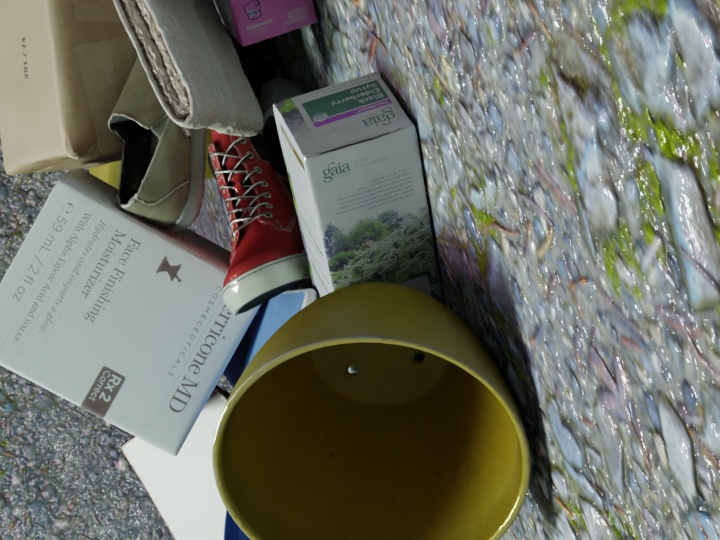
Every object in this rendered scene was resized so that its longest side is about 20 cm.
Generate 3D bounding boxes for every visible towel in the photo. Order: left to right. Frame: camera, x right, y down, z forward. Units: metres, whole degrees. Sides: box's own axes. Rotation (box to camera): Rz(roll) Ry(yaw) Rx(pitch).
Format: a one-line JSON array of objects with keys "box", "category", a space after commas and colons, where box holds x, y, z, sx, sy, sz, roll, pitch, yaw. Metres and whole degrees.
[{"box": [-0.143, -0.197, 1.178, 0.200, 0.034, 0.133, 65, -160, 9], "category": "towel"}]

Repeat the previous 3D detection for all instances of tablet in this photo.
[{"box": [-0.072, 0.078, 1.202, 0.200, 0.014, 0.130, 173, 113, -78], "category": "tablet"}]

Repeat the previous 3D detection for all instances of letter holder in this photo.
[{"box": [-0.110, 0.210, 1.467, 0.200, 0.142, 0.101, 58, -153, 7], "category": "letter holder"}]

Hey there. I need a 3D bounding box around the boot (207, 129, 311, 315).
[{"box": [-0.092, -0.048, 1.199, 0.200, 0.072, 0.144, -57, -58, -79], "category": "boot"}]

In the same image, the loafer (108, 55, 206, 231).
[{"box": [-0.167, -0.134, 1.254, 0.075, 0.070, 0.200, -5, 83, 50], "category": "loafer"}]

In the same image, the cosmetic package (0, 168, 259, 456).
[{"box": [-0.208, 0.032, 1.329, 0.200, 0.165, 0.165, 29, -177, -8], "category": "cosmetic package"}]

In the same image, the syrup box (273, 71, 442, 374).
[{"box": [0.002, -0.031, 1.073, 0.081, 0.079, 0.200, -120, 14, -51], "category": "syrup box"}]

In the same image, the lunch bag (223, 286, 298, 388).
[{"box": [-0.052, 0.103, 1.478, 0.200, 0.132, 0.136, 61, 175, -20], "category": "lunch bag"}]

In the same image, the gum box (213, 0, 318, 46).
[{"box": [-0.103, -0.269, 1.250, 0.200, 0.066, 0.114, -128, 20, -63], "category": "gum box"}]

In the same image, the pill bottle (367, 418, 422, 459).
[{"box": [0.022, 0.137, 1.187, 0.200, 0.112, 0.112, -156, 48, -78], "category": "pill bottle"}]

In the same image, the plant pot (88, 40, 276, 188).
[{"box": [-0.188, -0.219, 1.506, 0.200, 0.195, 0.194, 109, 143, -57], "category": "plant pot"}]

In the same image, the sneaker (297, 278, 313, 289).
[{"box": [-0.007, 0.071, 1.358, 0.112, 0.073, 0.200, 39, -139, -81], "category": "sneaker"}]

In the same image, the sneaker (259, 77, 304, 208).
[{"box": [-0.054, -0.083, 1.364, 0.092, 0.076, 0.200, -109, 13, -53], "category": "sneaker"}]

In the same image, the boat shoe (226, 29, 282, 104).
[{"box": [-0.106, -0.169, 1.378, 0.075, 0.075, 0.202, 25, 175, 29], "category": "boat shoe"}]

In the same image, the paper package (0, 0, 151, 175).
[{"box": [-0.259, -0.192, 1.358, 0.191, 0.103, 0.200, -5, 93, 60], "category": "paper package"}]

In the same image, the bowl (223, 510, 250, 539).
[{"box": [-0.056, 0.136, 1.177, 0.201, 0.039, 0.201, -162, 90, -78], "category": "bowl"}]

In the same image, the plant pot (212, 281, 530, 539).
[{"box": [0.009, 0.088, 1.008, 0.142, 0.200, 0.200, -85, -16, -58], "category": "plant pot"}]
